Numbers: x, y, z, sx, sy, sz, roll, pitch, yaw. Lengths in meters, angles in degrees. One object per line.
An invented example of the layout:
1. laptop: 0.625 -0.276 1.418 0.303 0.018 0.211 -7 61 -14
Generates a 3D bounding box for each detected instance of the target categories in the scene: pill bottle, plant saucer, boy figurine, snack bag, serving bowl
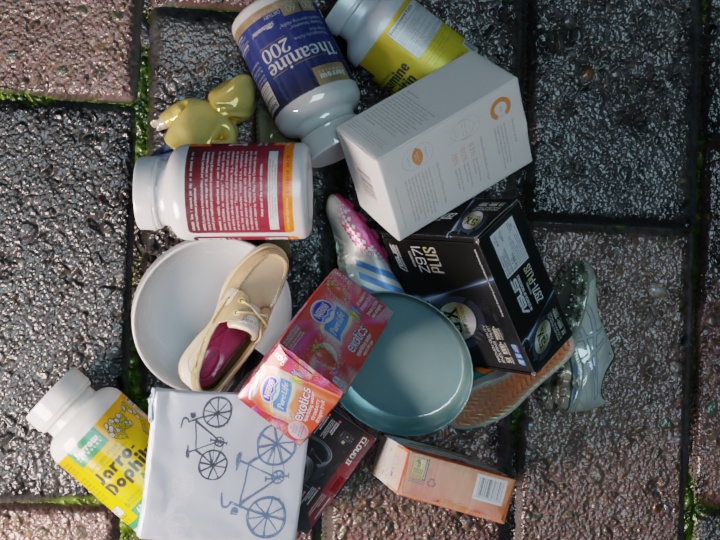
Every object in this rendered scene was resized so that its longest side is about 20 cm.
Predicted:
1. pill bottle: -0.157 -0.092 1.357 0.199 0.113 0.113 -1 89 2
2. plant saucer: 0.047 0.113 1.460 0.199 0.027 0.201 8 116 18
3. boy figurine: -0.205 -0.165 1.453 0.124 0.064 0.200 32 80 18
4. snack bag: -0.159 0.232 1.367 0.199 0.021 0.189 4 98 -19
5. pill bottle: 0.054 -0.281 1.473 0.200 0.112 0.112 36 84 -6
6. serving bowl: -0.188 0.048 1.438 0.199 0.066 0.201 -6 107 -21
7. pill bottle: -0.068 -0.232 1.421 0.111 0.111 0.200 -25 81 -9
8. pill bottle: -0.299 0.212 1.406 0.200 0.113 0.113 43 83 -5

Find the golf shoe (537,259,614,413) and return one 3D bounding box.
1. golf shoe: 0.292 0.088 1.536 0.097 0.078 0.201 9 90 -29

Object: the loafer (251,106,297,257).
1. loafer: -0.098 -0.107 1.463 0.067 0.076 0.201 -3 87 -10

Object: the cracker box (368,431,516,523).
1. cracker box: 0.095 0.249 1.424 0.134 0.200 0.058 17 85 -9

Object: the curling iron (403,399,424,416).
1. curling iron: 0.091 0.092 1.514 0.049 0.026 0.201 12 88 -2

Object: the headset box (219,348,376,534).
1. headset box: -0.092 0.215 1.437 0.200 0.077 0.149 36 89 -21

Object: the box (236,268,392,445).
1. box: -0.049 0.096 1.358 0.095 0.200 0.100 38 121 -2

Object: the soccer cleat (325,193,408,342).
1. soccer cleat: 0.000 0.000 1.480 0.086 0.070 0.200 -34 94 -7

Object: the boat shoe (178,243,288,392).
1. boat shoe: -0.141 0.063 1.387 0.074 0.069 0.200 30 92 -27

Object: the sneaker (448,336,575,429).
1. sneaker: 0.185 0.126 1.511 0.200 0.080 0.071 -38 120 13

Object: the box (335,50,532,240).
1. box: 0.089 -0.149 1.380 0.200 0.097 0.125 -31 132 -14

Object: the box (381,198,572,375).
1. box: 0.141 0.017 1.417 0.086 0.164 0.200 -41 119 -31
